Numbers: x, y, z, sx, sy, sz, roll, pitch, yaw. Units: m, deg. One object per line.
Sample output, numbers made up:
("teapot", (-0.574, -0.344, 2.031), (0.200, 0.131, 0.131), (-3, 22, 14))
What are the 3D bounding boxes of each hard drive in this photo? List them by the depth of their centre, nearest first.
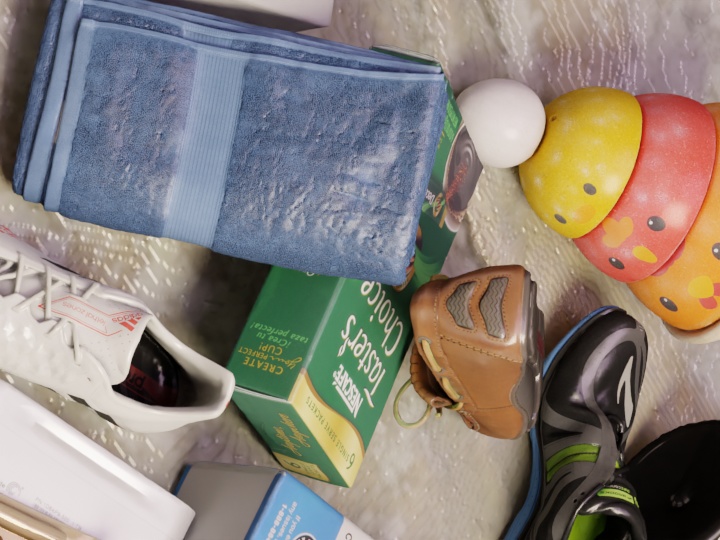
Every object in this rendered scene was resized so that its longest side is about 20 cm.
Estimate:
("hard drive", (-0.174, 0.168, 1.270), (0.132, 0.027, 0.200), (38, 66, -27))

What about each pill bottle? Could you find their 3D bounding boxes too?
("pill bottle", (0.236, 0.188, 1.571), (0.200, 0.112, 0.112), (48, 61, -30))

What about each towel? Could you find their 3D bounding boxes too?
("towel", (-0.061, -0.064, 1.294), (0.200, 0.049, 0.112), (13, 88, -5))

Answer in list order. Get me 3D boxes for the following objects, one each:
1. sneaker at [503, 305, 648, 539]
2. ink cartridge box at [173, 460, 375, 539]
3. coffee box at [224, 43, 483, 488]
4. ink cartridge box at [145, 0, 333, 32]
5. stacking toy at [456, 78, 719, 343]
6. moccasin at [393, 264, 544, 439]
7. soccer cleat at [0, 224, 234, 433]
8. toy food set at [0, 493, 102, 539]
("sneaker", (0.131, 0.119, 1.501), (0.071, 0.083, 0.200), (26, 73, -38))
("ink cartridge box", (-0.027, 0.209, 1.364), (0.200, 0.084, 0.145), (40, 65, -33))
("coffee box", (0.000, 0.000, 1.384), (0.200, 0.044, 0.123), (-66, 157, -20))
("ink cartridge box", (-0.079, -0.226, 1.325), (0.144, 0.084, 0.200), (13, 82, -39))
("stacking toy", (0.138, -0.054, 1.505), (0.200, 0.146, 0.146), (20, 76, -19))
("moccasin", (0.056, 0.046, 1.400), (0.201, 0.078, 0.074), (59, 34, -78))
("soccer cleat", (-0.146, 0.023, 1.264), (0.200, 0.085, 0.069), (33, 69, -36))
("toy food set", (-0.194, 0.155, 1.203), (0.200, 0.060, 0.144), (29, 69, -26))
